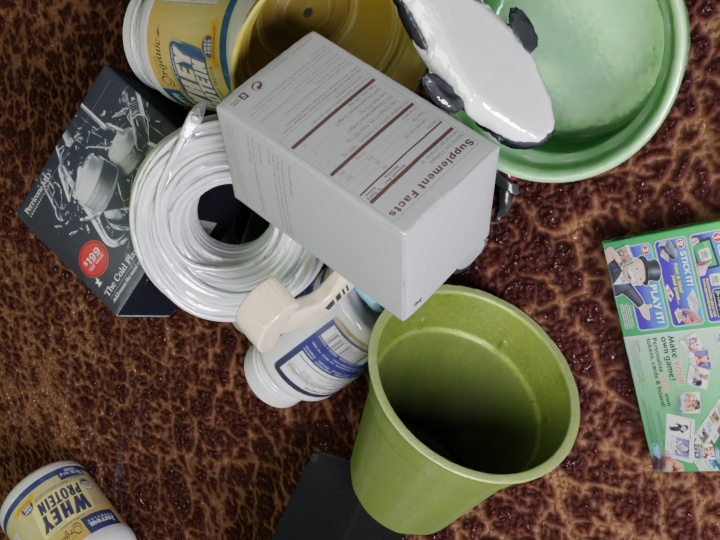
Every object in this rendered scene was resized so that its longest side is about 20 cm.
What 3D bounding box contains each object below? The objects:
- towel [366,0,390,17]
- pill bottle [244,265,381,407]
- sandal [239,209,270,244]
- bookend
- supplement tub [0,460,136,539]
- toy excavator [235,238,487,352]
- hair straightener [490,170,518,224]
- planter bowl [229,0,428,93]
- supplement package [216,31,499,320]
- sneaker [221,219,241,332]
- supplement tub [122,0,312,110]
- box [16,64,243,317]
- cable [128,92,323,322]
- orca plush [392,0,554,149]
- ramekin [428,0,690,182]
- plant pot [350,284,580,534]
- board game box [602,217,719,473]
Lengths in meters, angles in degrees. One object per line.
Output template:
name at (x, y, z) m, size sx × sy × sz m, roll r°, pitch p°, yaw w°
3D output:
towel at (0.032, -0.348, 0.899) m, size 0.147 × 0.049 × 0.202 m, roll -16°, pitch 91°, yaw 50°
pill bottle at (-0.037, 0.068, 1.023) m, size 0.200 × 0.110 × 0.112 m, roll -38°, pitch 76°, yaw 41°
sandal at (-0.087, -0.079, 1.069) m, size 0.047 × 0.076 × 0.202 m, roll 23°, pitch 123°, yaw -2°
bookend at (-0.012, 0.336, 1.068) m, size 0.091 × 0.199 × 0.202 m, roll 8°, pitch 62°, yaw 40°
supplement tub at (-0.417, 0.393, 1.429) m, size 0.200 × 0.144 × 0.145 m, roll 42°, pitch 126°, yaw 26°
toy excavator at (0.000, 0.000, 0.886) m, size 0.100 × 0.194 × 0.200 m, roll 45°, pitch 98°, yaw 22°
hair straightener at (0.110, -0.139, 0.884) m, size 0.076 × 0.041 × 0.203 m, roll 6°, pitch 112°, yaw 26°
planter bowl at (-0.035, -0.215, 0.884) m, size 0.201 × 0.198 × 0.084 m, roll -61°, pitch 43°, yaw 33°
supplement package at (-0.002, -0.079, 0.794) m, size 0.199 × 0.117 × 0.117 m, roll 36°, pitch 153°, yaw 23°
sneaker at (-0.176, -0.016, 1.141) m, size 0.075 × 0.088 × 0.202 m, roll -25°, pitch 83°, yaw 43°
supplement tub at (-0.136, -0.236, 1.009) m, size 0.198 × 0.144 × 0.147 m, roll 15°, pitch 111°, yaw 39°
box at (-0.243, -0.083, 1.071) m, size 0.182 × 0.104 × 0.201 m, roll 40°, pitch 103°, yaw 21°
cable at (-0.126, -0.053, 0.959) m, size 0.200 × 0.069 × 0.200 m, roll 40°, pitch 104°, yaw -19°
orca plush at (0.057, -0.161, 0.724) m, size 0.199 × 0.106 × 0.071 m, roll 34°, pitch 159°, yaw -9°
ramekin at (0.160, -0.176, 0.765) m, size 0.198 × 0.097 × 0.203 m, roll 7°, pitch 107°, yaw 25°
plant pot at (0.074, 0.150, 0.915) m, size 0.200 × 0.199 × 0.191 m, roll 49°, pitch 141°, yaw 21°
board game box at (0.281, 0.062, 0.791) m, size 0.134 × 0.029 × 0.203 m, roll -11°, pitch 94°, yaw 42°
